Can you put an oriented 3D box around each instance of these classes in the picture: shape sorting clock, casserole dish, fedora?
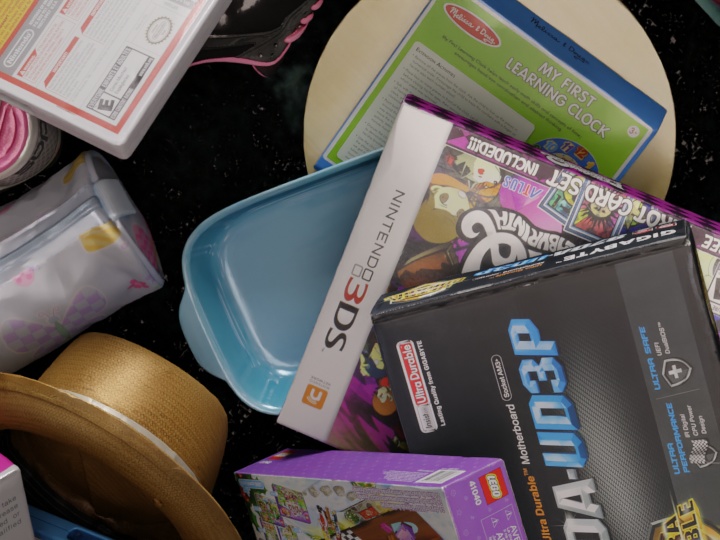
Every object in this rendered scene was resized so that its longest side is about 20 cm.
[{"bbox_3d":[0.069,-0.072,1.018,0.199,0.039,0.201,2,106,8],"label":"shape sorting clock"},{"bbox_3d":[0.000,0.000,1.008,0.199,0.039,0.122,-20,102,13],"label":"casserole dish"},{"bbox_3d":[-0.126,0.092,0.992,0.200,0.201,0.082,35,61,-8],"label":"fedora"}]

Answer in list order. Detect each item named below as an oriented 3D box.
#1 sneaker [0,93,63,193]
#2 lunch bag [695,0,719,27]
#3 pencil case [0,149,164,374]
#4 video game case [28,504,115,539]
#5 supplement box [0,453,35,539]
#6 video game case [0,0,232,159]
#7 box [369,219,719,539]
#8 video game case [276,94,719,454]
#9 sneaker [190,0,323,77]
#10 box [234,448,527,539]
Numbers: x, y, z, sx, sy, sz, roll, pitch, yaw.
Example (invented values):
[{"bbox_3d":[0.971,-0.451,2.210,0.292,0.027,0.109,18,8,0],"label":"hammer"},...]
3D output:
[{"bbox_3d":[-0.240,-0.062,0.991,0.199,0.087,0.074,-7,86,21],"label":"sneaker"},{"bbox_3d":[0.178,-0.249,0.951,0.170,0.122,0.200,-43,91,8],"label":"lunch bag"},{"bbox_3d":[-0.202,0.015,0.997,0.199,0.091,0.083,-28,61,1],"label":"pencil case"},{"bbox_3d":[-0.108,0.205,1.000,0.199,0.018,0.144,18,128,23],"label":"video game case"},{"bbox_3d":[-0.224,0.177,0.967,0.103,0.101,0.201,-31,133,-32],"label":"supplement box"},{"bbox_3d":[-0.161,-0.153,0.936,0.199,0.017,0.143,26,72,17],"label":"video game case"},{"bbox_3d":[0.107,0.090,0.927,0.158,0.046,0.201,-13,101,12],"label":"box"},{"bbox_3d":[0.080,0.032,0.961,0.199,0.036,0.182,23,105,3],"label":"video game case"},{"bbox_3d":[-0.047,-0.152,0.991,0.199,0.079,0.096,-22,121,3],"label":"sneaker"},{"bbox_3d":[0.019,0.159,0.931,0.039,0.200,0.138,-21,98,-31],"label":"box"}]
